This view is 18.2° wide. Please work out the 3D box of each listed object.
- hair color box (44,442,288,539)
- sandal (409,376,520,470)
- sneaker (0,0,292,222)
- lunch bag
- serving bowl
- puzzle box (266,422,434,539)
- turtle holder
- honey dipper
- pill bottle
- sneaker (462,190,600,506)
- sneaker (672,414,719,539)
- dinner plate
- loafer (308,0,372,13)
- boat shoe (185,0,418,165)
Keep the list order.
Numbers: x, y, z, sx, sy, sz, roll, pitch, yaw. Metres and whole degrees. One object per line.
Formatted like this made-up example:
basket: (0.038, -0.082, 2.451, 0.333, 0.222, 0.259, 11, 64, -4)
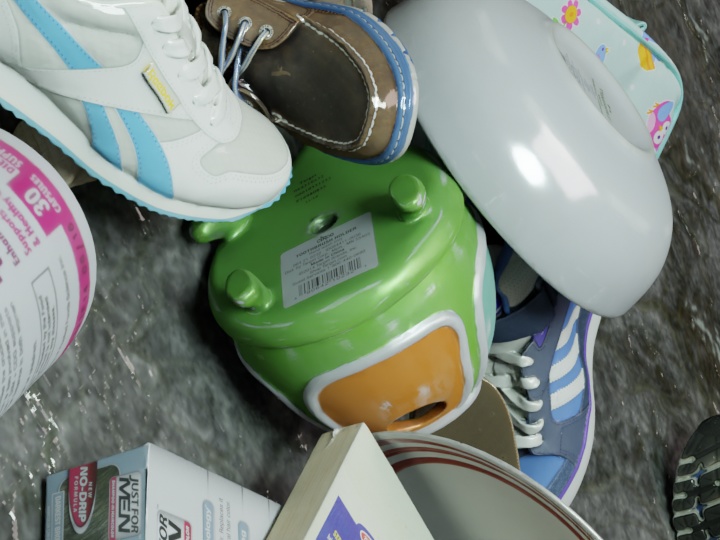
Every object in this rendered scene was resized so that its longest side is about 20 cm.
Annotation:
hair color box: (-0.056, 0.158, 1.012, 0.200, 0.061, 0.099, 33, 46, -49)
sandal: (0.056, 0.154, 1.194, 0.070, 0.078, 0.212, -135, -138, -83)
sneaker: (-0.100, -0.091, 0.994, 0.200, 0.081, 0.077, 33, 31, -32)
lunch bag: (0.102, -0.100, 1.348, 0.200, 0.077, 0.160, 31, 81, -46)
serving bowl: (0.100, -0.075, 1.163, 0.200, 0.066, 0.200, 44, 21, -22)
puzzle box: (0.018, 0.186, 1.035, 0.200, 0.025, 0.133, 60, 31, -20)
turtle holder: (-0.006, 0.008, 1.131, 0.141, 0.185, 0.132, -40, 121, -15)
honey dipper: (-0.097, -0.071, 1.097, 0.200, 0.038, 0.038, -22, 93, -60)
pill bottle: (-0.186, 0.031, 0.810, 0.113, 0.113, 0.200, 62, 30, -16)
sneaker: (0.073, 0.043, 1.241, 0.146, 0.081, 0.200, 21, 81, -56)
sneaker: (0.269, 0.186, 1.547, 0.089, 0.079, 0.200, -58, 132, -63)
dinner plate: (0.065, 0.151, 1.085, 0.024, 0.200, 0.200, -46, 115, -34)
loafer: (-0.009, -0.160, 1.161, 0.200, 0.063, 0.072, 105, -15, -52)
boat shoe: (-0.051, -0.103, 1.091, 0.072, 0.200, 0.072, -3, 114, -38)
